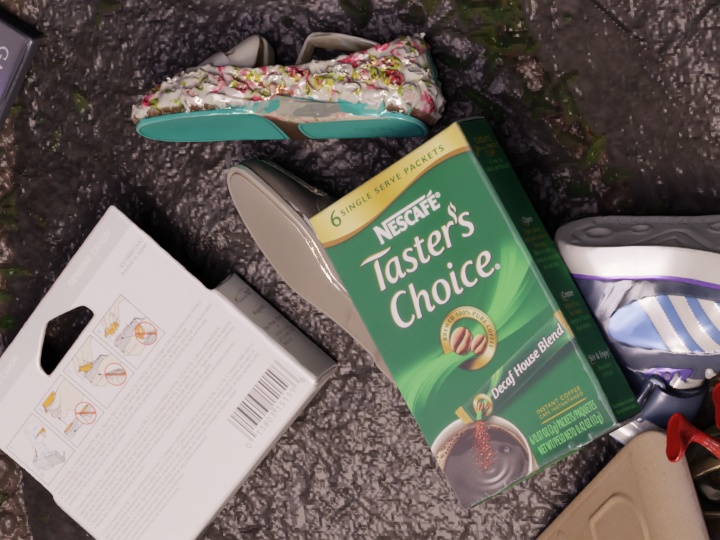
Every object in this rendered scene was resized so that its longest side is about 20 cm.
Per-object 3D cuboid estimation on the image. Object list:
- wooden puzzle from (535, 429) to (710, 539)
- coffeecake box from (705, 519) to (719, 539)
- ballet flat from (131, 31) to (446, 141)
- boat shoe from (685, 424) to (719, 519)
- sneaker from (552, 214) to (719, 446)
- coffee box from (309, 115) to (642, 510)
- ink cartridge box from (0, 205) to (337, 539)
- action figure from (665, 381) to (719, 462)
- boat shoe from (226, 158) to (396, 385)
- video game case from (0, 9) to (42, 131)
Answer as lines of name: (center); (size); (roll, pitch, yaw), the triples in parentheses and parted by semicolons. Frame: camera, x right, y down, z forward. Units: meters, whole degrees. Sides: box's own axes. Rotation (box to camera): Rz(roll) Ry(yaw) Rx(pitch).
wooden puzzle: (0.165, 0.216, 1.533); (0.200, 0.046, 0.186); (-50, 47, 52)
coffeecake box: (0.258, 0.266, 1.568); (0.153, 0.073, 0.201); (15, 111, 17)
ballet flat: (-0.042, -0.112, 1.579); (0.199, 0.076, 0.064); (0, 75, 16)
boat shoe: (0.282, 0.112, 1.519); (0.199, 0.063, 0.074); (-7, 103, 22)
sneaker: (0.206, 0.048, 1.524); (0.199, 0.081, 0.147); (4, 113, 17)
coffee box: (0.065, 0.025, 1.514); (0.123, 0.044, 0.201); (-31, 82, 29)
ink cartridge box: (-0.139, 0.078, 1.676); (0.173, 0.044, 0.200); (41, 115, 5)
action figure: (0.265, 0.135, 1.479); (0.199, 0.052, 0.065); (30, 128, -24)
boat shoe: (0.000, 0.000, 1.602); (0.200, 0.057, 0.067); (47, 151, 6)
video game case: (-0.318, -0.143, 1.689); (0.199, 0.019, 0.143); (32, 114, 8)
